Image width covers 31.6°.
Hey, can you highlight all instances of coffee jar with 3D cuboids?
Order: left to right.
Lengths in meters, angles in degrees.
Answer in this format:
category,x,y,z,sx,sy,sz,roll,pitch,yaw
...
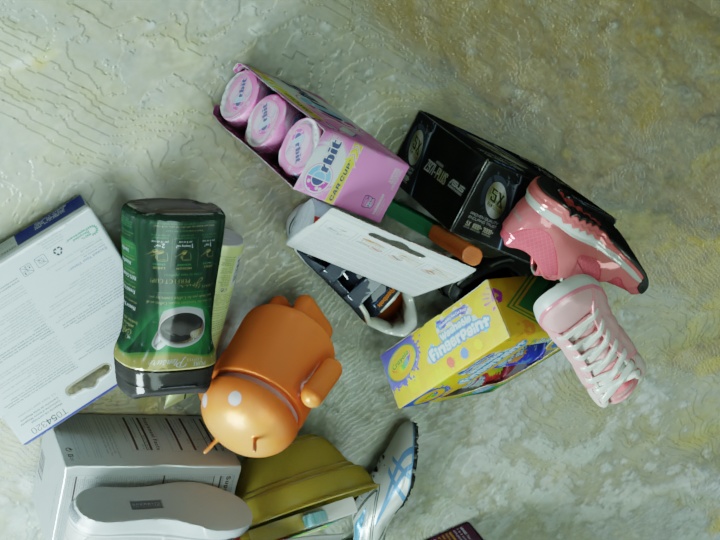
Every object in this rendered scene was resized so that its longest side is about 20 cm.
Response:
category,x,y,z,sx,sy,sz,roll,pitch,yaw
coffee jar,-0.197,0.031,1.305,0.103,0.085,0.203,-1,104,-31

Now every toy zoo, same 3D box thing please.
category,x,y,z,sx,sy,sz,roll,pitch,yaw
toy zoo,-0.081,0.303,1.498,0.130,0.200,0.021,-15,77,-18

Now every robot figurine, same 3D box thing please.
category,x,y,z,sx,sy,sz,roll,pitch,yaw
robot figurine,-0.099,0.118,1.389,0.143,0.201,0.117,24,145,6

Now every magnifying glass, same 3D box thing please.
category,x,y,z,sx,sy,sz,roll,pitch,yaw
magnifying glass,0.073,-0.044,1.371,0.079,0.200,0.023,22,96,-29

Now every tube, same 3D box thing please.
category,x,y,z,sx,sy,sz,roll,pitch,yaw
tube,-0.174,0.053,1.391,0.057,0.052,0.202,5,112,-23

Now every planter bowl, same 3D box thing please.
category,x,y,z,sx,sy,sz,roll,pitch,yaw
planter bowl,-0.082,0.244,1.488,0.198,0.200,0.084,-14,77,-19

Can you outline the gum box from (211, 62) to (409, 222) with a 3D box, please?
category,x,y,z,sx,sy,sz,roll,pitch,yaw
gum box,-0.055,-0.133,1.270,0.113,0.200,0.067,19,105,-40

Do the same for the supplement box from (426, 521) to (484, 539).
category,x,y,z,sx,sy,sz,roll,pitch,yaw
supplement box,0.088,0.445,1.687,0.198,0.103,0.132,-21,122,-16

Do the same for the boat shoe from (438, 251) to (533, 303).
category,x,y,z,sx,sy,sz,roll,pitch,yaw
boat shoe,0.183,0.017,1.539,0.198,0.068,0.073,0,113,-28

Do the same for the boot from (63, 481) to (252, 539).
category,x,y,z,sx,sy,sz,roll,pitch,yaw
boot,-0.219,0.282,1.349,0.198,0.074,0.096,7,122,-24

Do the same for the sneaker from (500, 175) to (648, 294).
category,x,y,z,sx,sy,sz,roll,pitch,yaw
sneaker,0.224,-0.022,1.350,0.199,0.074,0.087,33,113,-31

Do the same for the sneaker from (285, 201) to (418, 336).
category,x,y,z,sx,sy,sz,roll,pitch,yaw
sneaker,0.000,0.000,1.434,0.078,0.079,0.200,-46,124,3

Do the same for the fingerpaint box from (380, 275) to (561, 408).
category,x,y,z,sx,sy,sz,roll,pitch,yaw
fingerpaint box,0.149,0.081,1.463,0.166,0.074,0.200,-4,155,-43

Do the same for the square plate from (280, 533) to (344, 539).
category,x,y,z,sx,sy,sz,roll,pitch,yaw
square plate,-0.144,0.335,1.438,0.196,0.029,0.199,-20,165,26

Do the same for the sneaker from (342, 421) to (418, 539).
category,x,y,z,sx,sy,sz,roll,pitch,yaw
sneaker,0.021,0.280,1.595,0.072,0.072,0.202,21,98,-5

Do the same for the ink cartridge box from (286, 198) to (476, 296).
category,x,y,z,sx,sy,sz,roll,pitch,yaw
ink cartridge box,0.021,-0.032,1.304,0.159,0.200,0.048,23,76,-12

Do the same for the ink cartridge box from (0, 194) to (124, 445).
category,x,y,z,sx,sy,sz,roll,pitch,yaw
ink cartridge box,-0.322,0.054,1.324,0.195,0.043,0.201,-33,126,-10

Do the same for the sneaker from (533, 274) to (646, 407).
category,x,y,z,sx,sy,sz,roll,pitch,yaw
sneaker,0.250,0.079,1.337,0.075,0.105,0.200,-35,150,7

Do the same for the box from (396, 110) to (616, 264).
category,x,y,z,sx,sy,sz,roll,pitch,yaw
box,0.157,-0.082,1.416,0.198,0.164,0.087,20,105,-32

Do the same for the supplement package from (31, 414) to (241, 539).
category,x,y,z,sx,sy,sz,roll,pitch,yaw
supplement package,-0.249,0.234,1.410,0.198,0.110,0.115,5,112,-28
